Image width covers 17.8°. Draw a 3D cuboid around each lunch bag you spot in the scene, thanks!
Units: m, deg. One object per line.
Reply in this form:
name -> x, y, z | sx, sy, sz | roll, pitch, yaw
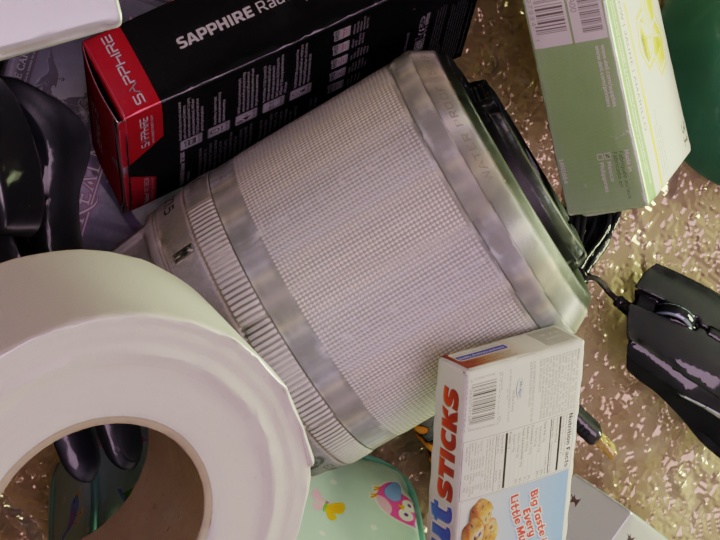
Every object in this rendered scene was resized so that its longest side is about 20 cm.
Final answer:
lunch bag -> -0.060, 0.147, 1.176 | 0.200, 0.160, 0.077 | 17, 124, -21

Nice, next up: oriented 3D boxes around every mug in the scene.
mug -> 0.259, -0.124, 1.247 | 0.152, 0.114, 0.185 | 34, 85, -22

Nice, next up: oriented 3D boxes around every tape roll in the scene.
tape roll -> -0.124, 0.094, 0.991 | 0.202, 0.071, 0.203 | -13, 119, -24

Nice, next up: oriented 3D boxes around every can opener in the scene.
can opener -> -0.150, 0.003, 1.077 | 0.079, 0.063, 0.200 | -22, 99, -48

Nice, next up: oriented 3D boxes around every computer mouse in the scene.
computer mouse -> 0.172, 0.057, 1.257 | 0.200, 0.046, 0.140 | 45, 50, -19

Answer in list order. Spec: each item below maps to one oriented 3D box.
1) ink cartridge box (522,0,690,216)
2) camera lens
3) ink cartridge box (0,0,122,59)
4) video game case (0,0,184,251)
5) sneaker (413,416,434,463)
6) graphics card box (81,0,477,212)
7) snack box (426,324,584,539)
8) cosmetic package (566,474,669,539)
ink cartridge box -> 0.133, -0.125, 1.172 | 0.048, 0.200, 0.146 | -8, 105, 23
camera lens -> 0.000, 0.000, 1.123 | 0.200, 0.160, 0.160 | -31, 108, 7
ink cartridge box -> -0.177, -0.167, 1.048 | 0.084, 0.200, 0.144 | -16, 97, -13
video game case -> -0.096, -0.065, 1.198 | 0.200, 0.019, 0.143 | 17, 94, -21
sneaker -> 0.047, 0.064, 1.242 | 0.077, 0.078, 0.200 | -13, 98, -6
graphics card box -> -0.038, -0.109, 1.131 | 0.200, 0.125, 0.051 | -25, 74, -11
snack box -> 0.064, 0.127, 1.083 | 0.072, 0.024, 0.200 | -14, 118, -35
cosmetic package -> 0.110, 0.229, 1.267 | 0.200, 0.052, 0.151 | -55, 135, -2
